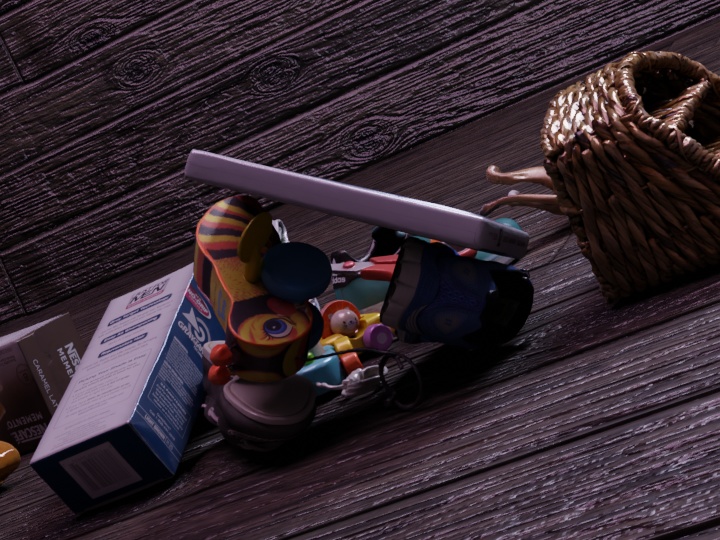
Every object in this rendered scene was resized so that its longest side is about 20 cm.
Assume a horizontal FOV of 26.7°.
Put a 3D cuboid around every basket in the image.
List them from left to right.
[{"bbox_3d":[0.224,-0.087,1.040,0.149,0.143,0.200,-22,8,27],"label":"basket"}]

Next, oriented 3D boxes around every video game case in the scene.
[{"bbox_3d":[0.005,-0.043,1.026,0.199,0.023,0.182,14,2,15],"label":"video game case"}]

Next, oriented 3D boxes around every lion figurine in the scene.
[{"bbox_3d":[0.208,-0.088,1.412,0.122,0.073,0.200,15,41,34],"label":"lion figurine"}]

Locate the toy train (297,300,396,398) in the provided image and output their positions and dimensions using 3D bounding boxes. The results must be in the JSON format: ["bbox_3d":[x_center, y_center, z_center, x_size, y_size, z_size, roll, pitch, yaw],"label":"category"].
[{"bbox_3d":[0.009,0.042,1.180,0.150,0.056,0.200,-20,8,37],"label":"toy train"}]

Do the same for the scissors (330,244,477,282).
[{"bbox_3d":[0.000,0.000,1.203,0.199,0.014,0.073,-5,26,15],"label":"scissors"}]

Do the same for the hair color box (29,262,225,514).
[{"bbox_3d":[-0.170,0.086,1.171,0.100,0.061,0.200,-23,28,26],"label":"hair color box"}]

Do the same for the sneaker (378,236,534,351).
[{"bbox_3d":[0.072,0.026,1.048,0.089,0.079,0.200,19,3,10],"label":"sneaker"}]

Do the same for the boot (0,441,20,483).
[{"bbox_3d":[-0.415,0.208,1.408,0.201,0.071,0.144,-14,6,41],"label":"boot"}]

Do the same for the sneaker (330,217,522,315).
[{"bbox_3d":[0.061,-0.017,1.325,0.200,0.080,0.071,-26,7,-32],"label":"sneaker"}]

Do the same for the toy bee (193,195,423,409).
[{"bbox_3d":[-0.064,0.025,0.990,0.108,0.131,0.200,-20,28,-31],"label":"toy bee"}]

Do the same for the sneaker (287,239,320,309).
[{"bbox_3d":[-0.058,0.048,1.320,0.075,0.087,0.200,-27,30,8],"label":"sneaker"}]

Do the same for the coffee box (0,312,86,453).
[{"bbox_3d":[-0.368,0.130,1.587,0.200,0.115,0.080,-18,9,39],"label":"coffee box"}]

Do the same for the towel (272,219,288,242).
[{"bbox_3d":[-0.143,0.048,1.306,0.200,0.031,0.149,-33,29,16],"label":"towel"}]

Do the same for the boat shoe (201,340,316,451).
[{"bbox_3d":[-0.074,0.098,1.074,0.067,0.057,0.200,0,11,-16],"label":"boat shoe"}]

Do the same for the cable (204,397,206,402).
[{"bbox_3d":[-0.110,0.071,1.379,0.097,0.050,0.200,-21,10,20],"label":"cable"}]
